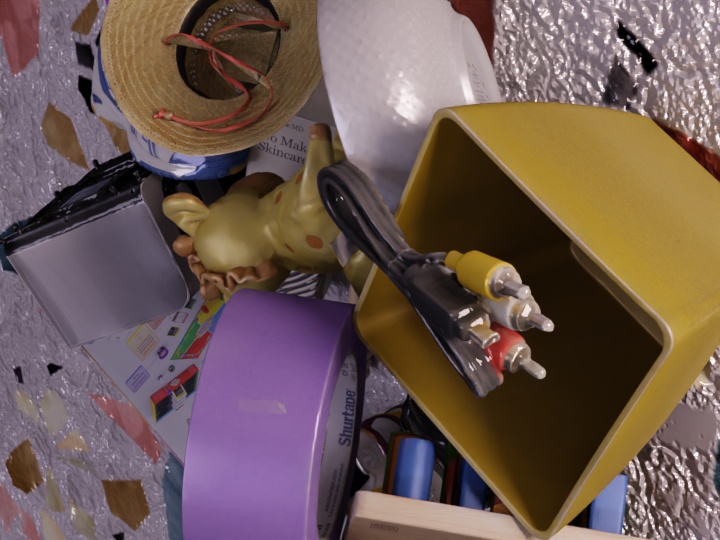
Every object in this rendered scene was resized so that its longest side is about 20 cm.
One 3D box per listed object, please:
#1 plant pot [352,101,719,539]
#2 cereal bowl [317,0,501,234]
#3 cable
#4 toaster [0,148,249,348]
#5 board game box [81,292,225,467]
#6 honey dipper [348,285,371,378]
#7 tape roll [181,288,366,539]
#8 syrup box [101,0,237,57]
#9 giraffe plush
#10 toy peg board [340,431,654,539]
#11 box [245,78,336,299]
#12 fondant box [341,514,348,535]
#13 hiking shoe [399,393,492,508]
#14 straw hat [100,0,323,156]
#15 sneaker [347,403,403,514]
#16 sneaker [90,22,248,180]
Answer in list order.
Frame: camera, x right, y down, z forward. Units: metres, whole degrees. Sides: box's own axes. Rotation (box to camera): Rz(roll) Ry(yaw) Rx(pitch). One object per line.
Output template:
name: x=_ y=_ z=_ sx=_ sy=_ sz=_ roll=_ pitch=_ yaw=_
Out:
plant pot: x=0.142 y=0.009 z=0.931 sx=0.200 sy=0.176 sz=0.201 roll=47 pitch=138 yaw=24
cereal bowl: x=0.046 y=-0.118 z=1.003 sx=0.083 sy=0.200 sz=0.201 roll=-16 pitch=96 yaw=17
cable: x=0.045 y=0.002 z=0.888 sx=0.200 sy=0.050 sz=0.098 roll=45 pitch=156 yaw=45
toaster: x=-0.196 y=-0.036 z=1.276 sx=0.199 sy=0.181 sz=0.119 roll=-19 pitch=108 yaw=30
board game box: x=-0.154 y=0.078 z=1.373 sx=0.153 sy=0.040 sz=0.200 roll=-48 pitch=61 yaw=4
honey dipper: x=0.000 y=0.000 z=1.226 sx=0.038 sy=0.038 sz=0.201 roll=31 pitch=125 yaw=39
tape roll: x=-0.055 y=0.116 z=1.011 sx=0.084 sy=0.200 sz=0.201 roll=8 pitch=120 yaw=8
syrup box: x=-0.134 y=-0.209 z=1.247 sx=0.199 sy=0.078 sz=0.082 roll=20 pitch=122 yaw=45
giraffe plush: x=-0.047 y=-0.028 z=1.081 sx=0.161 sy=0.200 sz=0.174 roll=-14 pitch=97 yaw=28
toy peg board: x=0.093 y=0.158 z=1.023 sx=0.199 sy=0.199 sz=0.098 roll=100 pitch=179 yaw=-70
box: x=-0.053 y=-0.060 z=1.209 sx=0.082 sy=0.069 sz=0.201 roll=17 pitch=128 yaw=8
fondant box: x=-0.045 y=0.232 z=1.259 sx=0.199 sy=0.058 sz=0.144 roll=29 pitch=164 yaw=6
hiking shoe: x=0.058 y=0.101 z=1.165 sx=0.100 sy=0.076 sz=0.201 roll=-18 pitch=94 yaw=50
straw hat: x=-0.094 y=-0.163 z=1.105 sx=0.201 sy=0.201 sz=0.085 roll=48 pitch=179 yaw=25
sneaker: x=-0.017 y=0.180 z=1.285 sx=0.075 sy=0.090 sz=0.200 roll=57 pitch=142 yaw=14
sneaker: x=-0.162 y=-0.142 z=1.184 sx=0.200 sy=0.075 sz=0.089 roll=35 pitch=131 yaw=39
